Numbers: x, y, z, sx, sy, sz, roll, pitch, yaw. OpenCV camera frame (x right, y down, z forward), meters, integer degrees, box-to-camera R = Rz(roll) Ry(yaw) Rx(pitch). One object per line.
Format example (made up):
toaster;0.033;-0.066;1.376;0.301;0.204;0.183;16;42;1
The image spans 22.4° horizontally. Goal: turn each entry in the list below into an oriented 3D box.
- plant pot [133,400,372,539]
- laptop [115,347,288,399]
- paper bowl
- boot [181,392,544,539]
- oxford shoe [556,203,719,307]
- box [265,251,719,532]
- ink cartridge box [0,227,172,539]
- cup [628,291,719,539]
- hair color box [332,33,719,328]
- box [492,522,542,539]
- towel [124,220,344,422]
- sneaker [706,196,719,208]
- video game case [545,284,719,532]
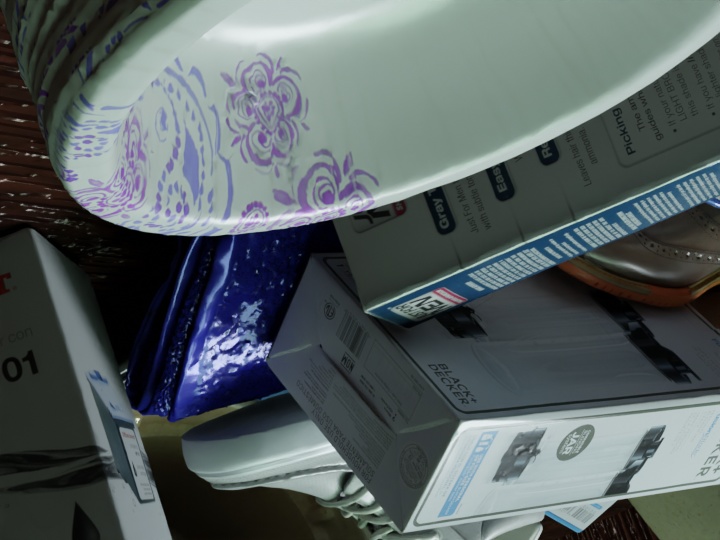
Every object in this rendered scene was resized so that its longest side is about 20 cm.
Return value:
plant pot;-0.111;0.174;0.933;0.200;0.201;0.183;-13;171;-23
laptop;-0.070;0.081;0.959;0.187;0.116;0.200;-32;179;37
paper bowl;0.004;-0.096;0.468;0.200;0.104;0.201;-18;165;-5
boot;0.012;0.100;0.855;0.200;0.096;0.074;-10;-174;-33
oxford shoe;0.159;-0.033;0.854;0.200;0.071;0.073;-6;130;-39
box;0.074;0.046;0.798;0.200;0.117;0.060;-3;128;-40
ink cartridge box;-0.165;0.104;0.770;0.146;0.200;0.086;-21;164;4
cup;0.213;0.086;0.917;0.143;0.200;0.200;23;159;-1
hair color box;0.082;-0.063;0.693;0.200;0.100;0.061;-23;166;13
box;0.044;0.148;1.038;0.078;0.095;0.200;-59;177;-1
towel;0.000;0.000;0.819;0.200;0.050;0.148;-13;141;-34
sneaker;0.142;-0.067;0.781;0.200;0.088;0.075;-12;164;-25
video game case;0.145;0.051;0.983;0.200;0.018;0.143;-44;129;17
